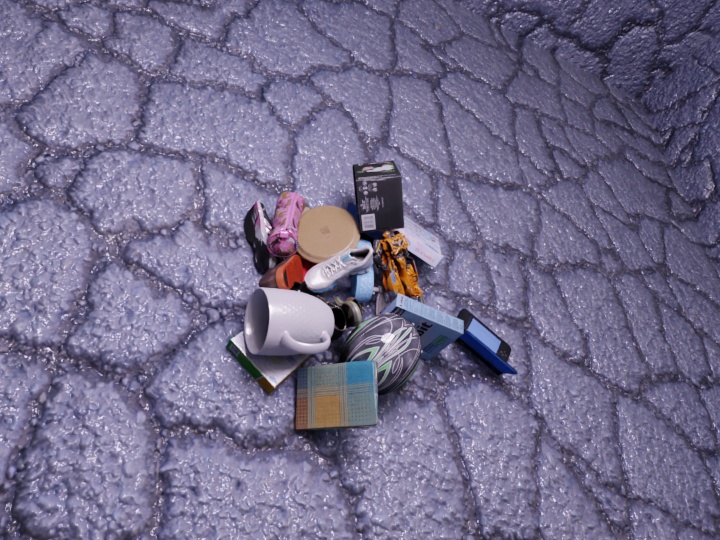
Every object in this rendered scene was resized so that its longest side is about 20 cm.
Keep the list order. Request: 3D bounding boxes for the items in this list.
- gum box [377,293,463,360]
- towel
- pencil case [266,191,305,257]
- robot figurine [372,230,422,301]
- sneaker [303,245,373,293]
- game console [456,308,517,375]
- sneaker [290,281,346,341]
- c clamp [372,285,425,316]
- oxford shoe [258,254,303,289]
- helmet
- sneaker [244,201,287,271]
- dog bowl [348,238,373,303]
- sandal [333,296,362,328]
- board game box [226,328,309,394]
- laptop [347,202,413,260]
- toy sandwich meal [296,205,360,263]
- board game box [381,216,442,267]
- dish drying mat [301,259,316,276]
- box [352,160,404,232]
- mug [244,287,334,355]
[{"bbox_3d":[0.141,0.154,1.416,0.199,0.170,0.045,24,48,-15],"label":"gum box"},{"bbox_3d":[-0.053,0.281,1.207,0.022,0.199,0.148,45,40,-58],"label":"towel"},{"bbox_3d":[-0.189,-0.122,1.382,0.201,0.086,0.083,-89,155,-51],"label":"pencil case"},{"bbox_3d":[0.101,-0.011,1.450,0.145,0.058,0.201,-28,105,-46],"label":"robot figurine"},{"bbox_3d":[-0.053,-0.015,1.347,0.199,0.087,0.075,-27,73,-21],"label":"sneaker"},{"bbox_3d":[0.369,0.200,1.557,0.200,0.118,0.171,40,48,-1],"label":"game console"},{"bbox_3d":[-0.108,0.083,1.349,0.200,0.106,0.075,45,64,4],"label":"sneaker"},{"bbox_3d":[0.108,0.081,1.503,0.199,0.027,0.172,11,77,-31],"label":"c clamp"},{"bbox_3d":[-0.190,0.005,1.317,0.200,0.072,0.072,-38,118,-77],"label":"oxford shoe"},{"bbox_3d":[0.051,0.203,1.308,0.199,0.191,0.201,14,57,-23],"label":"helmet"},{"bbox_3d":[-0.245,-0.085,1.428,0.086,0.080,0.201,5,62,-45],"label":"sneaker"},{"bbox_3d":[0.000,0.000,1.471,0.049,0.112,0.201,6,55,-12],"label":"dog bowl"},{"bbox_3d":[-0.020,0.103,1.354,0.057,0.201,0.080,-23,97,-14],"label":"sandal"},{"bbox_3d":[-0.195,0.173,1.288,0.153,0.040,0.200,47,47,6],"label":"board game box"},{"bbox_3d":[0.056,-0.119,1.588,0.186,0.200,0.117,25,82,-20],"label":"laptop"},{"bbox_3d":[-0.100,-0.090,1.463,0.203,0.070,0.207,0,61,0],"label":"toy sandwich meal"},{"bbox_3d":[0.152,-0.108,1.633,0.199,0.041,0.200,33,19,-6],"label":"board game box"},{"bbox_3d":[-0.127,-0.011,1.473,0.077,0.018,0.201,34,48,-8],"label":"dish drying mat"},{"bbox_3d":[0.047,-0.209,1.491,0.123,0.150,0.200,-5,23,-1],"label":"box"},{"bbox_3d":[-0.143,0.129,1.202,0.174,0.149,0.200,7,18,-32],"label":"mug"}]
